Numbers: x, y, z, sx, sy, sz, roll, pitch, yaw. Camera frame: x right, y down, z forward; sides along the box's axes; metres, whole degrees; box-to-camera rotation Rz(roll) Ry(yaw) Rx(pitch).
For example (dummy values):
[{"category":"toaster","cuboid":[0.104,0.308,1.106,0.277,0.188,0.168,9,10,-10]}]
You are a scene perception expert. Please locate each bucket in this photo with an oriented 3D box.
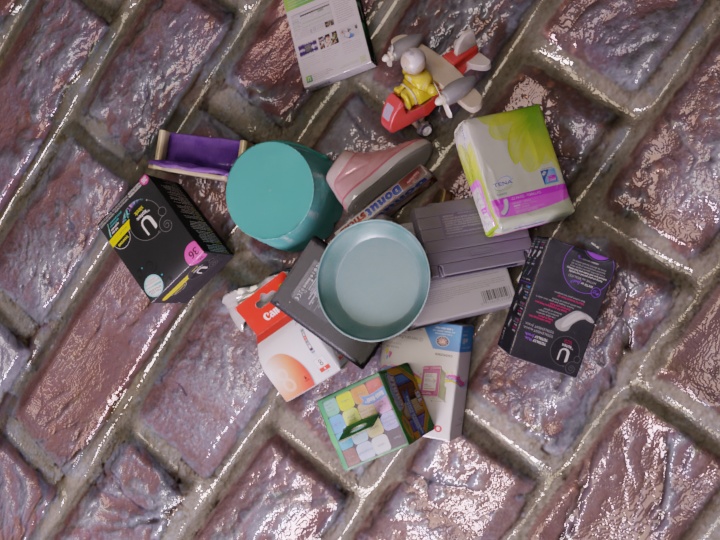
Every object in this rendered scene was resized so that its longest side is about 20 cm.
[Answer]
[{"category":"bucket","cuboid":[-0.142,-0.139,1.618,0.205,0.135,0.209,-2,85,19]}]

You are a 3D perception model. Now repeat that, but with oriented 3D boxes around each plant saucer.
[{"category":"plant saucer","cuboid":[0.024,0.018,1.443,0.198,0.036,0.202,-3,82,20]}]

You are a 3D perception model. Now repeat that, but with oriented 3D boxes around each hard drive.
[{"category":"hard drive","cuboid":[-0.036,0.055,1.507,0.199,0.033,0.140,35,97,4]}]

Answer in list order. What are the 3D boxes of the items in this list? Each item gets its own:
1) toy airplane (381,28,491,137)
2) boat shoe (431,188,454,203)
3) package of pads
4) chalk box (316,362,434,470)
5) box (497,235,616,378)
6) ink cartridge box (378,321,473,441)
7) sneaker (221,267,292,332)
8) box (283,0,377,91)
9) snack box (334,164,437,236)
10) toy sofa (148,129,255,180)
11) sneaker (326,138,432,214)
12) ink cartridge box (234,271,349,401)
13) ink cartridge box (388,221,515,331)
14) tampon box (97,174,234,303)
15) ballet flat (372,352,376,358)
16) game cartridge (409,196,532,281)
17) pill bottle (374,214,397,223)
[{"category":"toy airplane","cuboid":[0.126,-0.346,1.529,0.199,0.141,0.201,-5,65,33]},{"category":"boat shoe","cuboid":[0.145,-0.042,1.551,0.067,0.072,0.202,8,89,-10]},{"category":"package of pads","cuboid":[0.254,-0.168,1.478,0.153,0.068,0.202,-13,80,-16]},{"category":"chalk box","cuboid":[0.020,0.236,1.415,0.124,0.200,0.125,-26,80,17]},{"category":"box","cuboid":[0.319,0.056,1.438,0.121,0.106,0.202,19,93,-3]},{"category":"ink cartridge box","cuboid":[0.110,0.186,1.535,0.143,0.085,0.202,6,91,20]},{"category":"sneaker","cuboid":[-0.165,0.051,1.659,0.199,0.074,0.088,-24,88,25]},{"category":"box","cuboid":[-0.060,-0.458,1.661,0.143,0.036,0.202,-16,83,18]},{"category":"snack box","cuboid":[0.046,-0.116,1.582,0.199,0.072,0.024,-38,74,14]},{"category":"toy sofa","cuboid":[-0.307,-0.221,1.704,0.198,0.097,0.084,10,91,21]},{"category":"sneaker","cuboid":[0.027,-0.195,1.573,0.200,0.076,0.105,-36,62,-11]},{"category":"ink cartridge box","cuboid":[-0.134,0.123,1.588,0.162,0.050,0.200,-34,97,38]},{"category":"ink cartridge box","cuboid":[0.150,-0.004,1.497,0.198,0.044,0.175,-11,75,-19]},{"category":"tampon box","cuboid":[-0.377,-0.057,1.704,0.150,0.126,0.200,-43,75,13]},{"category":"ballet flat","cuboid":[-0.063,0.109,1.611,0.199,0.074,0.075,19,93,20]},{"category":"game cartridge","cuboid":[0.190,-0.060,1.486,0.198,0.038,0.131,-9,72,-19]},{"category":"pill bottle","cuboid":[0.000,0.000,1.572,0.200,0.111,0.111,-39,75,14]}]
